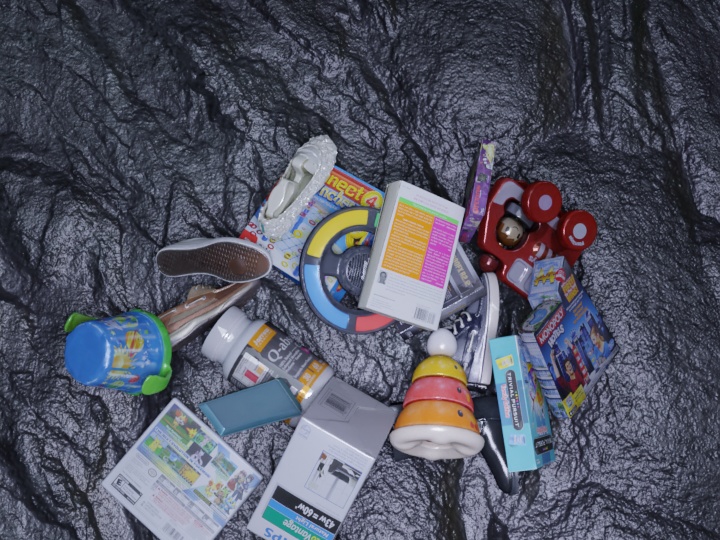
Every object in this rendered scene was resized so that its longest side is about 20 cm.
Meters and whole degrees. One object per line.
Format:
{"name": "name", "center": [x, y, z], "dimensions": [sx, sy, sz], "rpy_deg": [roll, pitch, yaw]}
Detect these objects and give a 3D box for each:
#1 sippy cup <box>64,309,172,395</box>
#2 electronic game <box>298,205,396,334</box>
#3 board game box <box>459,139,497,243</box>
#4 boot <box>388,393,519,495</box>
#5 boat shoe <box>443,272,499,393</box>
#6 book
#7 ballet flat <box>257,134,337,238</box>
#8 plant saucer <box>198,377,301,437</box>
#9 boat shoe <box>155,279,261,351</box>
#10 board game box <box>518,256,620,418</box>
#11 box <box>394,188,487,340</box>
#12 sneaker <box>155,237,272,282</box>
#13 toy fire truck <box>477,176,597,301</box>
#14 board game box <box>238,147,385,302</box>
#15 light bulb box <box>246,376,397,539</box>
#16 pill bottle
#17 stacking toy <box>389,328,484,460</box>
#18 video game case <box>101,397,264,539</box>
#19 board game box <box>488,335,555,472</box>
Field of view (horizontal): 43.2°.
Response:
{"name": "sippy cup", "center": [-0.390, 0.130, 1.436], "dimensions": [0.176, 0.130, 0.141], "rpy_deg": [-8, 83, 26]}
{"name": "electronic game", "center": [0.000, 0.000, 1.422], "dimensions": [0.198, 0.042, 0.203], "rpy_deg": [-1, 92, -18]}
{"name": "board game box", "center": [0.186, -0.124, 1.474], "dimensions": [0.032, 0.200, 0.121], "rpy_deg": [7, 79, 1]}
{"name": "boot", "center": [0.148, 0.286, 1.470], "dimensions": [0.198, 0.066, 0.167], "rpy_deg": [-4, 72, -4]}
{"name": "boat shoe", "center": [0.172, 0.097, 1.498], "dimensions": [0.092, 0.075, 0.202], "rpy_deg": [7, 80, -6]}
{"name": "book", "center": [0.083, -0.021, 1.414], "dimensions": [0.133, 0.048, 0.202], "rpy_deg": [19, 80, -24]}
{"name": "ballet flat", "center": [-0.103, -0.143, 1.474], "dimensions": [0.071, 0.072, 0.201], "rpy_deg": [29, 79, 4]}
{"name": "plant saucer", "center": [-0.174, 0.214, 1.433], "dimensions": [0.070, 0.199, 0.019], "rpy_deg": [56, 42, -14]}
{"name": "boat shoe", "center": [-0.258, 0.055, 1.504], "dimensions": [0.199, 0.076, 0.072], "rpy_deg": [-33, 80, -8]}
{"name": "board game box", "center": [0.310, 0.093, 1.424], "dimensions": [0.200, 0.061, 0.201], "rpy_deg": [-38, 107, -43]}
{"name": "box", "center": [0.093, -0.011, 1.498], "dimensions": [0.157, 0.048, 0.201], "rpy_deg": [-29, 69, 3]}
{"name": "sneaker", "center": [-0.231, -0.028, 1.500], "dimensions": [0.198, 0.085, 0.074], "rpy_deg": [4, 108, 15]}
{"name": "toy fire truck", "center": [0.275, -0.049, 1.485], "dimensions": [0.199, 0.112, 0.169], "rpy_deg": [34, 85, -21]}
{"name": "board game box", "center": [-0.071, -0.074, 1.506], "dimensions": [0.199, 0.056, 0.197], "rpy_deg": [30, 81, 24]}
{"name": "light bulb box", "center": [-0.053, 0.299, 1.371], "dimensions": [0.124, 0.198, 0.201], "rpy_deg": [29, 105, 6]}
{"name": "pill bottle", "center": [-0.150, 0.152, 1.466], "dimensions": [0.199, 0.116, 0.117], "rpy_deg": [35, 82, 5]}
{"name": "stacking toy", "center": [0.121, 0.183, 1.412], "dimensions": [0.144, 0.146, 0.202], "rpy_deg": [4, 66, 0]}
{"name": "video game case", "center": [-0.289, 0.342, 1.479], "dimensions": [0.200, 0.022, 0.183], "rpy_deg": [40, 82, 7]}
{"name": "board game box", "center": [0.258, 0.208, 1.440], "dimensions": [0.046, 0.151, 0.202], "rpy_deg": [-12, 80, 22]}
